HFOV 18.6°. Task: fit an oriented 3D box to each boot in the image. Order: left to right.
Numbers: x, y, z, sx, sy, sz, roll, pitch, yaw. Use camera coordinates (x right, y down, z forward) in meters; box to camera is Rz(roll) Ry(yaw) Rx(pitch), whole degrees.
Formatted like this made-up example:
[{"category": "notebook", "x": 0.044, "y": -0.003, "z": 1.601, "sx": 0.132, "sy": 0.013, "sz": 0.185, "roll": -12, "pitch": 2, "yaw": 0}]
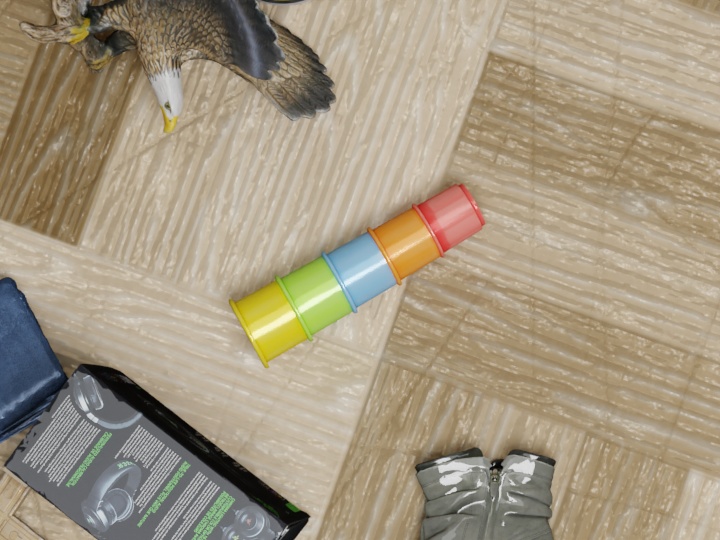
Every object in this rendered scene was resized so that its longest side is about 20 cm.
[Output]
[{"category": "boot", "x": 0.054, "y": 0.204, "z": 1.631, "sx": 0.199, "sy": 0.068, "sz": 0.131, "roll": -8, "pitch": 80, "yaw": -6}]

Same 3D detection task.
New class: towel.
[{"category": "towel", "x": -0.322, "y": 0.097, "z": 1.658, "sx": 0.200, "sy": 0.049, "sz": 0.112, "roll": -31, "pitch": 74, "yaw": 1}]

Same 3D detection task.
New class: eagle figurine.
[{"category": "eagle figurine", "x": -0.127, "y": -0.176, "z": 1.634, "sx": 0.199, "sy": 0.152, "sz": 0.151, "roll": -3, "pitch": 121, "yaw": 18}]

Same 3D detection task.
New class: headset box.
[{"category": "headset box", "x": -0.136, "y": 0.165, "z": 1.581, "sx": 0.200, "sy": 0.174, "sz": 0.093, "roll": 37, "pitch": 89, "yaw": 7}]

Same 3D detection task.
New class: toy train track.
[{"category": "toy train track", "x": -0.304, "y": 0.222, "z": 1.649, "sx": 0.115, "sy": 0.033, "sz": 0.200, "roll": 34, "pitch": 91, "yaw": 13}]

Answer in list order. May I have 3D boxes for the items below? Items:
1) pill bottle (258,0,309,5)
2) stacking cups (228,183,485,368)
[{"category": "pill bottle", "x": -0.064, "y": -0.269, "z": 1.606, "sx": 0.114, "sy": 0.200, "sz": 0.115, "roll": 0, "pitch": 85, "yaw": 2}, {"category": "stacking cups", "x": 0.000, "y": 0.000, "z": 1.656, "sx": 0.200, "sy": 0.061, "sz": 0.061, "roll": -29, "pitch": 84, "yaw": -6}]
